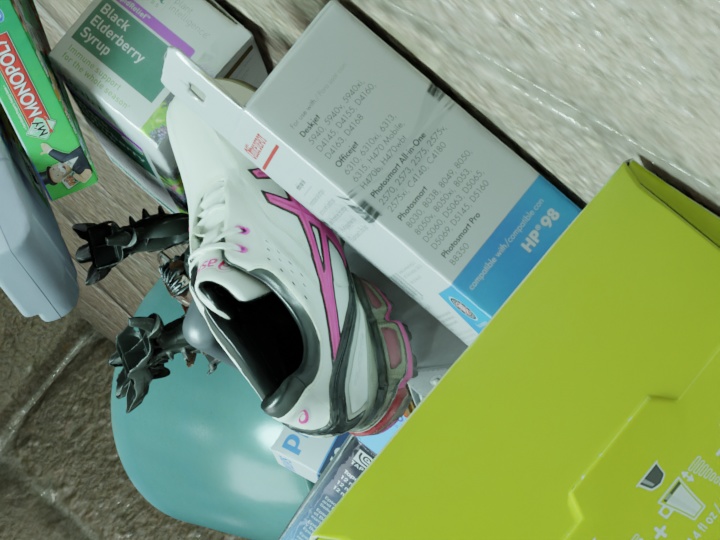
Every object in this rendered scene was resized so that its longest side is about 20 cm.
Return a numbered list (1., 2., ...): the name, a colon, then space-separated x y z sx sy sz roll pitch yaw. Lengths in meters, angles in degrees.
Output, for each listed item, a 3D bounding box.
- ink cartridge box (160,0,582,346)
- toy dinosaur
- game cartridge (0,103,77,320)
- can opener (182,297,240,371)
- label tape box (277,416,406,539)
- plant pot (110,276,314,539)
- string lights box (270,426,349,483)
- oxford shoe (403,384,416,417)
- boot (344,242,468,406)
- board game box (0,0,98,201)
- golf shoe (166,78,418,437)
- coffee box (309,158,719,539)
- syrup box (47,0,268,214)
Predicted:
1. ink cartridge box: 0.007 -0.053 1.298 0.200 0.067 0.116 40 173 -2
2. toy dinosaur: -0.076 -0.001 1.547 0.201 0.135 0.103 100 151 -49
3. game cartridge: -0.205 -0.082 1.499 0.133 0.040 0.201 57 -172 -71
4. can opener: -0.040 0.033 1.499 0.052 0.067 0.200 20 179 17
5. label tape box: 0.045 0.144 1.619 0.143 0.066 0.200 35 137 1
6. plant pot: -0.038 0.090 1.889 0.161 0.201 0.201 17 157 49
7. string lights box: 0.058 0.112 1.715 0.199 0.103 0.059 27 171 9
8. oxford shoe: 0.062 0.068 1.492 0.071 0.201 0.072 8 152 -32
9. boot: 0.064 0.040 1.435 0.200 0.096 0.074 41 172 -6
10. board game box: -0.191 -0.148 1.479 0.201 0.029 0.135 -115 3 -45
11. golf shoe: -0.047 -0.013 1.364 0.092 0.073 0.201 5 -131 -52
12. coffee box: 0.137 0.117 1.134 0.200 0.200 0.198 36 171 29
13. syrup box: -0.099 -0.091 1.535 0.079 0.082 0.200 39 174 12
